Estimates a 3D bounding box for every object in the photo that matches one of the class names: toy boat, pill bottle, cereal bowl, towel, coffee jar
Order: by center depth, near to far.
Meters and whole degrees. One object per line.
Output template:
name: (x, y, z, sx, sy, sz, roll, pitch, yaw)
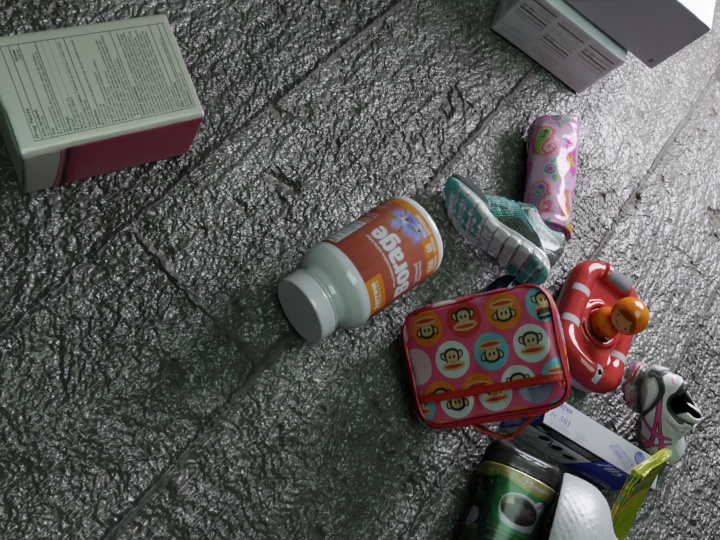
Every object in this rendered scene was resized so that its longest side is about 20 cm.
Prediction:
cereal bowl: (0.256, 0.353, 0.824, 0.082, 0.201, 0.203, 15, 64, 18)
pill bottle: (0.000, 0.000, 0.853, 0.199, 0.112, 0.113, -34, 91, -29)
coffee jar: (0.177, 0.319, 0.860, 0.103, 0.086, 0.203, 25, 65, 0)
towel: (0.344, 0.322, 0.899, 0.085, 0.204, 0.018, -12, 36, -38)
toy boat: (0.356, 0.076, 0.994, 0.129, 0.130, 0.202, 34, 63, -13)

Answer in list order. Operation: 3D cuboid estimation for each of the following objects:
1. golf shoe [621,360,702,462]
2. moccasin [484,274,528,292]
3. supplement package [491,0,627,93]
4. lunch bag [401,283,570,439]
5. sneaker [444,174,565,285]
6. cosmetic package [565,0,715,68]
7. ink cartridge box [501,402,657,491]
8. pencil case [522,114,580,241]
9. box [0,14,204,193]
golf shoe: (0.440, 0.216, 0.990, 0.073, 0.091, 0.201, -49, 127, -23)
moccasin: (0.178, 0.085, 0.940, 0.079, 0.068, 0.203, 28, 65, -16)
supplement package: (0.339, -0.428, 1.142, 0.198, 0.111, 0.158, 30, 65, -17)
lunch bag: (0.157, 0.119, 0.860, 0.082, 0.196, 0.180, 10, 68, -71)
sneaker: (0.202, -0.068, 0.971, 0.091, 0.078, 0.200, -34, 70, -28)
cosmetic package: (0.441, -0.467, 1.072, 0.197, 0.123, 0.203, 29, 66, -16)
ink cartridge box: (0.298, 0.236, 0.941, 0.198, 0.094, 0.045, 32, 64, -15)
pencil case: (0.286, -0.140, 1.053, 0.086, 0.087, 0.204, 19, 67, -20)
box: (-0.292, -0.184, 0.764, 0.197, 0.109, 0.130, -20, 85, -29)
